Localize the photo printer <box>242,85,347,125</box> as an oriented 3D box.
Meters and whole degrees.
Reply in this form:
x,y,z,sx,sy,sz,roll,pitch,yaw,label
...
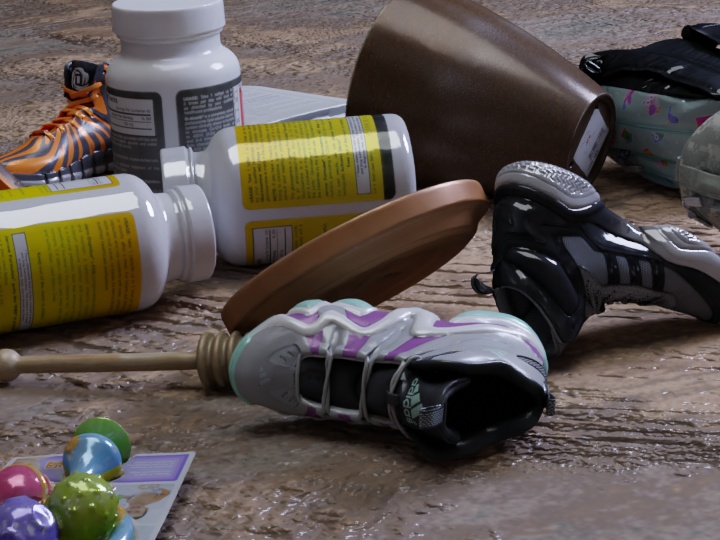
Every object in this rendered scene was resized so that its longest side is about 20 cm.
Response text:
x,y,z,sx,sy,sz,roll,pitch,yaw,label
-0.113,-0.131,1.816,0.166,0.070,0.199,-18,22,-40,photo printer

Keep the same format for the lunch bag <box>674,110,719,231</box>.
x,y,z,sx,sy,sz,roll,pitch,yaw,label
0.353,-0.069,1.402,0.167,0.141,0.200,-10,17,-24,lunch bag

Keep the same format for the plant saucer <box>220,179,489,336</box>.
x,y,z,sx,sy,sz,roll,pitch,yaw,label
0.000,0.000,1.279,0.199,0.032,0.200,-27,-9,-5,plant saucer

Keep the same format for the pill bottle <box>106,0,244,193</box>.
x,y,z,sx,sy,sz,roll,pitch,yaw,label
-0.155,-0.129,1.589,0.115,0.202,0.116,-2,17,1,pill bottle

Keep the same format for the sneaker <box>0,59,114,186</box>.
x,y,z,sx,sy,sz,roll,pitch,yaw,label
-0.289,-0.146,1.824,0.077,0.113,0.199,10,21,38,sneaker

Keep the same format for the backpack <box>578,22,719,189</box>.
x,y,z,sx,sy,sz,roll,pitch,yaw,label
0.303,-0.142,1.681,0.166,0.127,0.200,-24,25,-23,backpack

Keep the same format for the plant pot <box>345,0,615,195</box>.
x,y,z,sx,sy,sz,roll,pitch,yaw,label
0.119,-0.142,1.669,0.199,0.188,0.187,21,26,26,plant pot

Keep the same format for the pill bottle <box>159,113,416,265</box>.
x,y,z,sx,sy,sz,roll,pitch,yaw,label
-0.059,-0.063,1.508,0.198,0.113,0.113,-5,17,-6,pill bottle

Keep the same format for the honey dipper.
x,y,z,sx,sy,sz,roll,pitch,yaw,label
-0.155,0.062,1.257,0.198,0.038,0.038,-3,16,15,honey dipper

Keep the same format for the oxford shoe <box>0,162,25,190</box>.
x,y,z,sx,sy,sz,roll,pitch,yaw,label
-0.290,-0.063,1.437,0.071,0.200,0.073,-26,53,0,oxford shoe

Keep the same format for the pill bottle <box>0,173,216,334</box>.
x,y,z,sx,sy,sz,roll,pitch,yaw,label
-0.212,-0.014,1.391,0.198,0.105,0.104,-9,18,-20,pill bottle

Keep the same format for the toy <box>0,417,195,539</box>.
x,y,z,sx,sy,sz,roll,pitch,yaw,label
-0.167,0.127,1.013,0.114,0.048,0.200,-2,16,9,toy

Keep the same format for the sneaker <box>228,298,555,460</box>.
x,y,z,sx,sy,sz,roll,pitch,yaw,label
0.020,0.069,1.118,0.198,0.078,0.140,-4,16,-2,sneaker

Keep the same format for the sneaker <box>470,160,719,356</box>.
x,y,z,sx,sy,sz,roll,pitch,yaw,label
0.164,0.015,1.280,0.199,0.115,0.075,28,-19,-16,sneaker
